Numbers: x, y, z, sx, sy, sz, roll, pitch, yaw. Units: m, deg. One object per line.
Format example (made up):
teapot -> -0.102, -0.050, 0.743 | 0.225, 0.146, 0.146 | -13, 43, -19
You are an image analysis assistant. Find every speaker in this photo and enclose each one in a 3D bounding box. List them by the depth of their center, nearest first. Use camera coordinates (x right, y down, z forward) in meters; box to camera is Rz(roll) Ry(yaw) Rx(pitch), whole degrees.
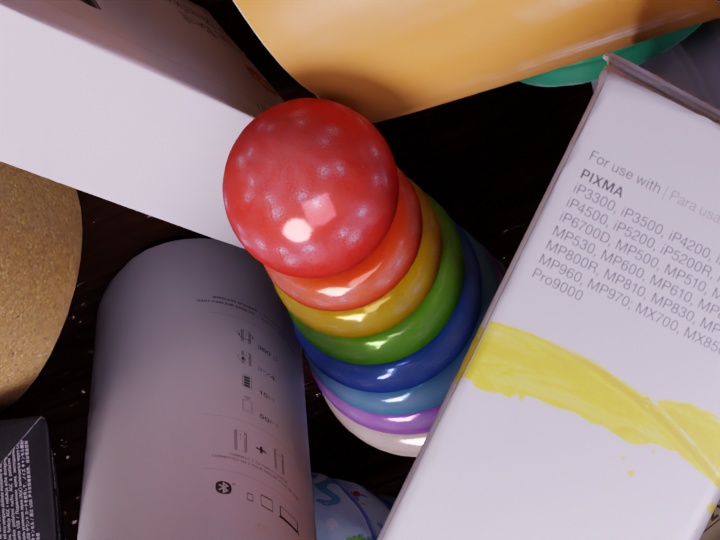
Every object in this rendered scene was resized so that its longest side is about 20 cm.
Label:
speaker -> -0.055, 0.068, 0.716 | 0.080, 0.200, 0.082 | -2, 119, -4

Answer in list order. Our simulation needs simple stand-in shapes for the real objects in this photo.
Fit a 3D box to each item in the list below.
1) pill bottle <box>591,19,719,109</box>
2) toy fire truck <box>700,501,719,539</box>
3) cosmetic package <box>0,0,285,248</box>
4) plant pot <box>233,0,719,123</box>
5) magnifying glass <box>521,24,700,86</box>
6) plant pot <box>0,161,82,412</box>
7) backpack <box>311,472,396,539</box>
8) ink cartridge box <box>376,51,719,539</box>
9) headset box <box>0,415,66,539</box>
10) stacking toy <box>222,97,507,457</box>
pill bottle -> 0.190, -0.068, 0.744 | 0.198, 0.116, 0.116 | -20, 120, 0
toy fire truck -> 0.172, 0.131, 0.773 | 0.176, 0.129, 0.200 | -41, 138, 10
cosmetic package -> -0.099, -0.070, 0.650 | 0.051, 0.083, 0.199 | -47, 148, 15
plant pot -> 0.049, -0.142, 0.646 | 0.182, 0.201, 0.200 | -28, 121, 22
magnifying glass -> 0.132, -0.124, 0.734 | 0.199, 0.080, 0.022 | -32, 124, -6
plant pot -> -0.197, -0.022, 0.670 | 0.199, 0.187, 0.187 | 19, 113, -36
backpack -> -0.032, 0.177, 0.816 | 0.153, 0.163, 0.202 | -17, 113, -12
ink cartridge box -> 0.069, 0.047, 0.631 | 0.083, 0.145, 0.201 | 26, 96, 8
headset box -> -0.135, 0.156, 0.739 | 0.074, 0.150, 0.200 | -5, 158, -7
stacking toy -> 0.000, 0.000, 0.703 | 0.085, 0.086, 0.200 | -30, 156, 5
